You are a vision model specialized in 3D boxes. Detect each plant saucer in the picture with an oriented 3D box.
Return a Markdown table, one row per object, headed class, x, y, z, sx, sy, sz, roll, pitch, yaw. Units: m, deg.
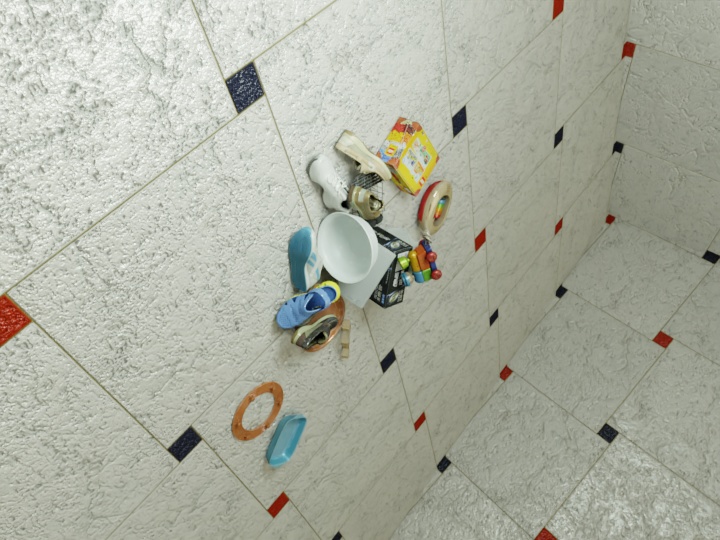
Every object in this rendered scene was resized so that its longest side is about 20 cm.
| class | x | y | z | sx | sy | sz | roll | pitch | yaw |
| --- | --- | --- | --- | --- | --- | --- | --- | --- | --- |
| plant saucer | -0.126 | 0.155 | 1.785 | 0.200 | 0.037 | 0.202 | -34 | 138 | -37 |

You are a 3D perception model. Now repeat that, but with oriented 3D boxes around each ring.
| class | x | y | z | sx | sy | sz | roll | pitch | yaw |
| --- | --- | --- | --- | --- | --- | --- | --- | --- | --- |
| ring | -0.306 | 0.430 | 1.756 | 0.200 | 0.019 | 0.202 | -34 | 139 | -36 |

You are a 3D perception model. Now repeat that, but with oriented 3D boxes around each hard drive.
| class | x | y | z | sx | sy | sz | roll | pitch | yaw |
| --- | --- | --- | --- | --- | --- | --- | --- | --- | --- |
| hard drive | 0.000 | 0.000 | 1.717 | 0.201 | 0.131 | 0.026 | -58 | 178 | 26 |

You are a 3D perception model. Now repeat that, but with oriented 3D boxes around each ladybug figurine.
| class | x | y | z | sx | sy | sz | roll | pitch | yaw |
| --- | --- | --- | --- | --- | --- | --- | --- | --- | --- |
| ladybug figurine | 0.253 | -0.223 | 1.996 | 0.135 | 0.072 | 0.202 | -4 | 117 | -52 |

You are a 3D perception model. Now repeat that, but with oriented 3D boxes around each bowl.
| class | x | y | z | sx | sy | sz | roll | pitch | yaw |
| --- | --- | --- | --- | --- | --- | --- | --- | --- | --- |
| bowl | -0.020 | -0.071 | 1.617 | 0.090 | 0.200 | 0.203 | -21 | 130 | -48 |

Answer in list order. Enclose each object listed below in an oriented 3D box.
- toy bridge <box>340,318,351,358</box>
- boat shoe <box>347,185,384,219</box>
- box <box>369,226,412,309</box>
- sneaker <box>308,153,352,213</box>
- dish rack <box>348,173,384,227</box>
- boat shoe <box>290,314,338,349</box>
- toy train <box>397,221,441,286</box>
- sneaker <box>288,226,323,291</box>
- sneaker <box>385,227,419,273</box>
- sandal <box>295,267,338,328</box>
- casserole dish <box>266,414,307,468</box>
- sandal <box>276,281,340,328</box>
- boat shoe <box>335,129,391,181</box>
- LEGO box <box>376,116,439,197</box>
| class | x | y | z | sx | sy | sz | roll | pitch | yaw |
| --- | --- | --- | --- | --- | --- | --- | --- | --- | --- |
| toy bridge | -0.047 | 0.217 | 1.920 | 0.201 | 0.027 | 0.068 | 93 | 6 | -53 |
| boat shoe | 0.031 | -0.179 | 1.597 | 0.200 | 0.075 | 0.073 | 13 | 89 | -69 |
| box | 0.064 | -0.011 | 1.802 | 0.086 | 0.163 | 0.202 | -17 | 128 | -39 |
| sneaker | -0.070 | -0.231 | 1.534 | 0.075 | 0.087 | 0.200 | -50 | 145 | -14 |
| dish rack | 0.009 | -0.203 | 1.696 | 0.153 | 0.054 | 0.202 | -35 | 137 | -37 |
| boat shoe | -0.123 | 0.188 | 1.701 | 0.199 | 0.065 | 0.074 | -24 | 146 | -52 |
| toy train | 0.159 | -0.044 | 1.690 | 0.115 | 0.085 | 0.201 | -23 | 129 | -2 |
| sneaker | -0.145 | -0.041 | 1.590 | 0.081 | 0.076 | 0.202 | -39 | 148 | -41 |
| sneaker | 0.134 | -0.055 | 1.848 | 0.073 | 0.201 | 0.119 | -12 | 124 | -20 |
| sandal | -0.136 | 0.078 | 1.674 | 0.200 | 0.082 | 0.055 | -48 | 170 | -8 |
| casserole dish | -0.248 | 0.555 | 1.909 | 0.121 | 0.039 | 0.202 | 12 | 103 | -56 |
| sandal | -0.151 | 0.098 | 1.610 | 0.199 | 0.080 | 0.087 | -33 | -173 | 7 |
| boat shoe | 0.008 | -0.300 | 1.587 | 0.065 | 0.072 | 0.200 | -53 | 130 | 0 |
| LEGO box | 0.146 | -0.342 | 1.757 | 0.150 | 0.077 | 0.200 | -58 | 147 | -5 |
